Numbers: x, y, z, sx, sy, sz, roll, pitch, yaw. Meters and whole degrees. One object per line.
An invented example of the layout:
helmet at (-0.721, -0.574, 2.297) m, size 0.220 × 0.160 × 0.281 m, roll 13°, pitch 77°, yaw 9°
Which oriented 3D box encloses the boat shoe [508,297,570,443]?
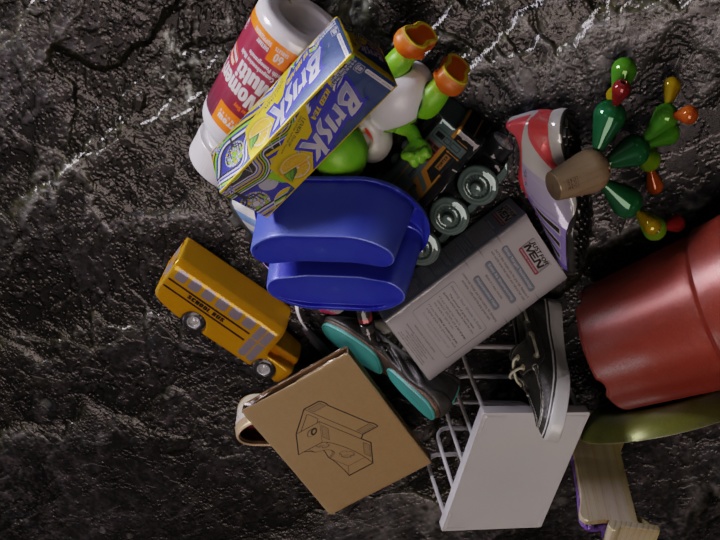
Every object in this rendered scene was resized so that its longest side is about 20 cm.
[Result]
boat shoe at (0.201, 0.112, 1.278) m, size 0.063 × 0.202 × 0.071 m, roll 8°, pitch 133°, yaw -3°

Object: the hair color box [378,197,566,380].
hair color box at (0.125, 0.021, 1.273) m, size 0.199 × 0.061 × 0.099 m, roll -37°, pitch 115°, yaw 4°

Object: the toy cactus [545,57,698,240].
toy cactus at (0.274, -0.111, 1.158) m, size 0.163 × 0.102 × 0.203 m, roll -23°, pitch 119°, yaw -16°

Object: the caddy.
caddy at (-0.025, -0.037, 1.195) m, size 0.197 × 0.106 × 0.142 m, roll 2°, pitch 142°, yaw 16°

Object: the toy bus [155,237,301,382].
toy bus at (-0.155, 0.051, 1.370) m, size 0.199 × 0.065 × 0.078 m, roll 35°, pitch 120°, yaw -15°

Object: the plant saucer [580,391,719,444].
plant saucer at (0.356, 0.165, 1.317) m, size 0.197 × 0.200 × 0.032 m, roll -14°, pitch 90°, yaw 16°

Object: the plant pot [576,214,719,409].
plant pot at (0.358, 0.056, 1.235) m, size 0.193 × 0.202 × 0.202 m, roll -23°, pitch 118°, yaw 31°

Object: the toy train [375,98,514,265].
toy train at (0.081, -0.095, 1.234) m, size 0.114 × 0.085 × 0.200 m, roll 40°, pitch 124°, yaw -3°

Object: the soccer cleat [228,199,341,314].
soccer cleat at (-0.067, -0.031, 1.299) m, size 0.086 × 0.070 × 0.200 m, roll -35°, pitch 115°, yaw 19°

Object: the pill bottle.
pill bottle at (-0.101, -0.184, 1.177) m, size 0.108 × 0.110 × 0.201 m, roll 28°, pitch 123°, yaw -12°

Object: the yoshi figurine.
yoshi figurine at (0.018, -0.157, 1.158) m, size 0.111 × 0.114 × 0.200 m, roll 9°, pitch 141°, yaw -38°

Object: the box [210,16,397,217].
box at (-0.059, -0.149, 1.100) m, size 0.070 × 0.065 × 0.200 m, roll 26°, pitch 120°, yaw -39°

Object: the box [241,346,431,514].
box at (-0.029, 0.207, 1.404) m, size 0.162 × 0.021 × 0.201 m, roll -30°, pitch 115°, yaw 16°

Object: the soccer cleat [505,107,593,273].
soccer cleat at (0.212, -0.088, 1.233) m, size 0.072 × 0.068 × 0.202 m, roll 4°, pitch 128°, yaw 29°

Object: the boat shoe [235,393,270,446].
boat shoe at (-0.070, 0.205, 1.457) m, size 0.196 × 0.070 × 0.075 m, roll -4°, pitch 123°, yaw 10°

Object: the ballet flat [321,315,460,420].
ballet flat at (0.043, 0.105, 1.363) m, size 0.199 × 0.068 × 0.068 m, roll 37°, pitch 157°, yaw 24°

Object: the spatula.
spatula at (-0.072, 0.055, 1.374) m, size 0.020 × 0.057 × 0.201 m, roll -34°, pitch 126°, yaw -8°

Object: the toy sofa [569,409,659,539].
toy sofa at (0.296, 0.271, 1.372) m, size 0.096 × 0.201 × 0.084 m, roll 6°, pitch 126°, yaw -4°

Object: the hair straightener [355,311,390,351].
hair straightener at (0.000, 0.000, 1.308) m, size 0.040 × 0.077 × 0.203 m, roll -18°, pitch 102°, yaw 5°

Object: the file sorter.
file sorter at (0.172, 0.207, 1.378) m, size 0.136 × 0.125 × 0.202 m, roll 2°, pitch 126°, yaw -16°
